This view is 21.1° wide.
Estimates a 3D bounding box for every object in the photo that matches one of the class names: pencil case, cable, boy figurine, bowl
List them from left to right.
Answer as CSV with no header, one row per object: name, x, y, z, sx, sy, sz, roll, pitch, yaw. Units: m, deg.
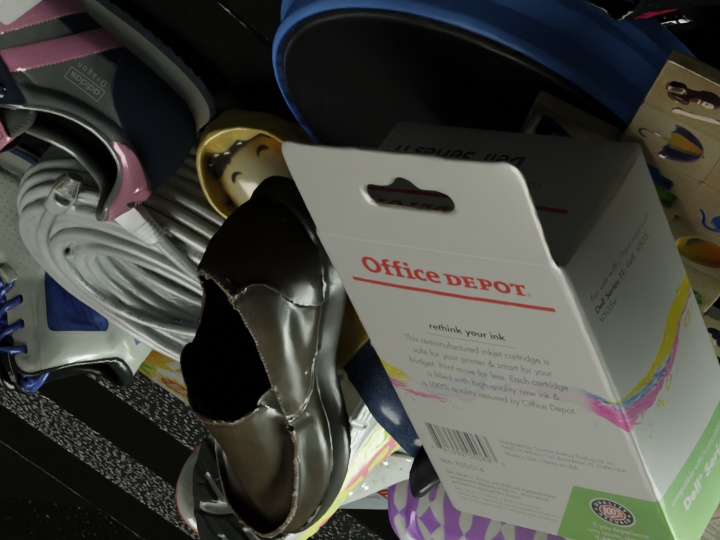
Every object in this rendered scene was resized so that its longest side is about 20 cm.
cable,-0.093,-0.006,1.047,0.199,0.070,0.200,35,159,-21
boy figurine,0.000,0.000,0.896,0.201,0.124,0.064,54,-156,5
bowl,0.054,-0.061,0.775,0.199,0.040,0.201,25,159,10
pencil case,0.108,0.150,1.132,0.199,0.084,0.086,14,123,36

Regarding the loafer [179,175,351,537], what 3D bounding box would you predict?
loafer,-0.052,0.049,0.866,0.073,0.071,0.201,34,140,34

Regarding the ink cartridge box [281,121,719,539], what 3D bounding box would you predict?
ink cartridge box,0.062,0.012,0.731,0.116,0.067,0.201,9,139,39

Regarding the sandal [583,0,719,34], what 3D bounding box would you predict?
sandal,0.067,-0.119,0.612,0.199,0.045,0.075,33,159,-13

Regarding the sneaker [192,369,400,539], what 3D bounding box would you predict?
sneaker,-0.005,0.079,0.987,0.078,0.200,0.090,49,-164,31

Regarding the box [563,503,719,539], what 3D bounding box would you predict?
box,0.190,0.111,0.950,0.095,0.078,0.200,32,159,-13

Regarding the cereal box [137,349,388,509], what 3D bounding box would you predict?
cereal box,-0.047,0.090,1.255,0.199,0.040,0.143,37,158,-23

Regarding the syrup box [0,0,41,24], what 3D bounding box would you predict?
syrup box,-0.108,-0.162,0.686,0.081,0.079,0.200,35,158,-19

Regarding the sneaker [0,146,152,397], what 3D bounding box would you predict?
sneaker,-0.198,0.007,1.141,0.199,0.116,0.080,33,158,-14

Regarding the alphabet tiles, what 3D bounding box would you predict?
alphabet tiles,0.133,-0.015,0.720,0.166,0.008,0.200,27,159,3

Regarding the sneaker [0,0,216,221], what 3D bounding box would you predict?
sneaker,-0.165,-0.103,0.886,0.199,0.082,0.070,35,160,-9

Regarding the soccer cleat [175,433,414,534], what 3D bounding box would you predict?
soccer cleat,-0.011,0.096,1.064,0.085,0.199,0.069,-26,80,53
